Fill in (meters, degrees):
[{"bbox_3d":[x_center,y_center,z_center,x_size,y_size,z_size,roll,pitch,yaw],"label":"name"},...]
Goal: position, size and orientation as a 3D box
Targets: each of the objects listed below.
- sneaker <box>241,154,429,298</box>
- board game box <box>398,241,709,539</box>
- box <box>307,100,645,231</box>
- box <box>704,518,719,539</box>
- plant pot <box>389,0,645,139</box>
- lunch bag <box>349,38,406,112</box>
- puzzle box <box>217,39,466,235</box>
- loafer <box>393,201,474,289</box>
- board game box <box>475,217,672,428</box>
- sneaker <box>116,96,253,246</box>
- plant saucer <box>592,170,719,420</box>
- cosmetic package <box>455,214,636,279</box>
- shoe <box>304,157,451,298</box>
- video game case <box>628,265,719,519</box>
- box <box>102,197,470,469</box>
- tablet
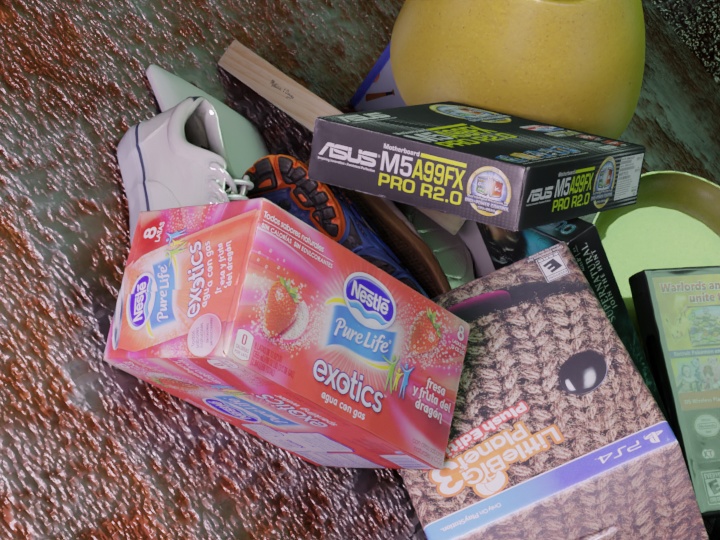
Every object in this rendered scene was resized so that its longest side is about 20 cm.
[{"bbox_3d":[0.000,0.000,1.473,0.200,0.075,0.078,55,18,0],"label":"sneaker"},{"bbox_3d":[0.100,0.104,1.348,0.200,0.159,0.097,-115,-179,-49],"label":"board game box"},{"bbox_3d":[0.082,-0.074,1.466,0.160,0.045,0.200,16,14,28],"label":"box"},{"bbox_3d":[0.236,0.223,1.620,0.200,0.079,0.141,51,14,1],"label":"box"},{"bbox_3d":[0.132,-0.196,1.621,0.199,0.142,0.201,5,59,-8],"label":"plant pot"},{"bbox_3d":[0.106,-0.146,1.799,0.124,0.200,0.170,-34,79,-29],"label":"lunch bag"},{"bbox_3d":[-0.013,-0.102,1.631,0.133,0.025,0.200,35,2,-41],"label":"puzzle box"},{"bbox_3d":[0.059,0.032,1.626,0.072,0.063,0.200,-9,52,-30],"label":"loafer"},{"bbox_3d":[0.151,0.042,1.518,0.135,0.028,0.201,27,-35,59],"label":"board game box"},{"bbox_3d":[-0.102,-0.036,1.344,0.073,0.071,0.200,32,26,-44],"label":"sneaker"},{"bbox_3d":[0.240,0.025,1.601,0.199,0.031,0.201,11,68,-27],"label":"plant saucer"},{"bbox_3d":[0.111,-0.039,1.671,0.200,0.085,0.108,55,-24,18],"label":"cosmetic package"},{"bbox_3d":[0.024,-0.008,1.576,0.053,0.070,0.200,14,37,-54],"label":"shoe"},{"bbox_3d":[0.299,0.084,1.581,0.199,0.025,0.182,-2,74,-31],"label":"video game case"},{"bbox_3d":[-0.039,0.042,1.249,0.200,0.102,0.095,31,64,-44],"label":"box"},{"bbox_3d":[-0.080,-0.054,1.518,0.130,0.014,0.201,29,29,-48],"label":"tablet"}]
